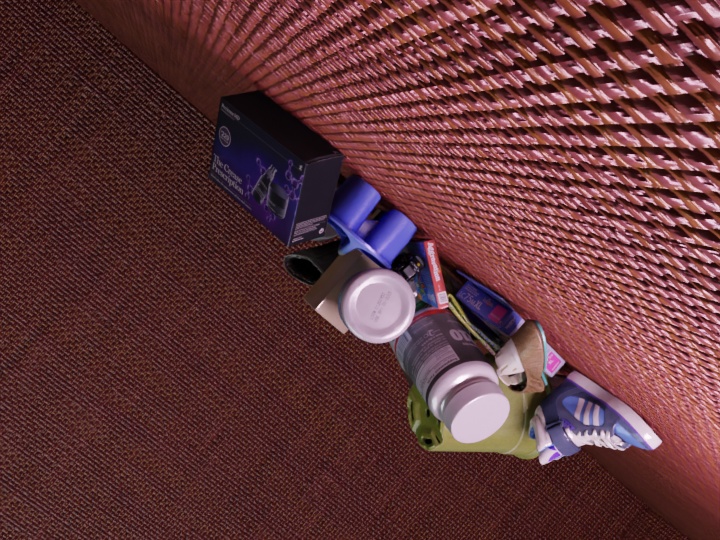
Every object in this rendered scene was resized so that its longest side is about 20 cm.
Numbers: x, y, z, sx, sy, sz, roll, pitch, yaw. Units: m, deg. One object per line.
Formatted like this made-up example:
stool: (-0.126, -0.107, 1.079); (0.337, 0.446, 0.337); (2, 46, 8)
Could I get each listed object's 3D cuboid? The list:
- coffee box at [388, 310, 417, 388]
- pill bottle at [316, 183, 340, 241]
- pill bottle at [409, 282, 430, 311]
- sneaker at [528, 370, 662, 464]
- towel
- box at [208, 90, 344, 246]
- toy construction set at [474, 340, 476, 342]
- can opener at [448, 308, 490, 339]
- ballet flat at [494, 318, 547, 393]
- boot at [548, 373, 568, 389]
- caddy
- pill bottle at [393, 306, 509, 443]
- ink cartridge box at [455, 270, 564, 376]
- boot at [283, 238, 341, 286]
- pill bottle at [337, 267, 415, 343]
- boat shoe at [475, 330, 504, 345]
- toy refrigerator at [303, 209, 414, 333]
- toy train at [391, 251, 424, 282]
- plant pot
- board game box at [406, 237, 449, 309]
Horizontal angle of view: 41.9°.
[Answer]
coffee box: (0.140, 0.184, 1.722); (0.114, 0.080, 0.200); (28, 152, 44)
pill bottle: (-0.077, -0.111, 1.680); (0.113, 0.113, 0.200); (41, 178, -11)
pill bottle: (0.093, 0.031, 1.863); (0.113, 0.113, 0.200); (40, 179, 26)
sneaker: (0.339, 0.252, 1.412); (0.081, 0.147, 0.200); (41, 179, -37)
towel: (0.163, 0.051, 1.552); (0.144, 0.023, 0.200); (46, -171, -19)
box: (-0.127, -0.151, 1.366); (0.079, 0.142, 0.200); (-18, -134, -42)
toy construction set: (0.211, 0.139, 1.810); (0.200, 0.092, 0.131); (35, -152, 6)
can opener: (0.173, 0.072, 1.731); (0.078, 0.064, 0.200); (9, -161, -24)
ballet flat: (0.232, 0.134, 1.365); (0.200, 0.072, 0.068); (68, -176, -64)
boot: (0.326, 0.225, 1.624); (0.073, 0.096, 0.200); (10, 175, 15)
caddy: (0.001, -0.065, 1.443); (0.141, 0.105, 0.200); (40, 178, -6)
pill bottle: (0.138, 0.156, 1.420); (0.114, 0.114, 0.200); (42, -170, -42)
ink cartridge box: (0.225, 0.082, 1.461); (0.200, 0.042, 0.119); (44, 177, -38)
boot: (-0.013, -0.016, 1.696); (0.181, 0.073, 0.200); (12, -166, 29)
pill bottle: (0.020, 0.052, 1.439); (0.109, 0.109, 0.200); (41, 177, -2)
boat shoe: (0.257, 0.135, 1.682); (0.073, 0.063, 0.200); (42, 178, -38)
toy refrigerator: (0.000, 0.000, 1.594); (0.076, 0.200, 0.070); (40, 179, -29)
toy train: (0.068, -0.009, 1.471); (0.034, 0.046, 0.200); (51, 176, -6)
plant pot: (0.186, 0.226, 1.554); (0.189, 0.201, 0.200); (-5, -158, -26)
board game box: (0.103, 0.001, 1.475); (0.200, 0.019, 0.104); (-151, 48, -84)
